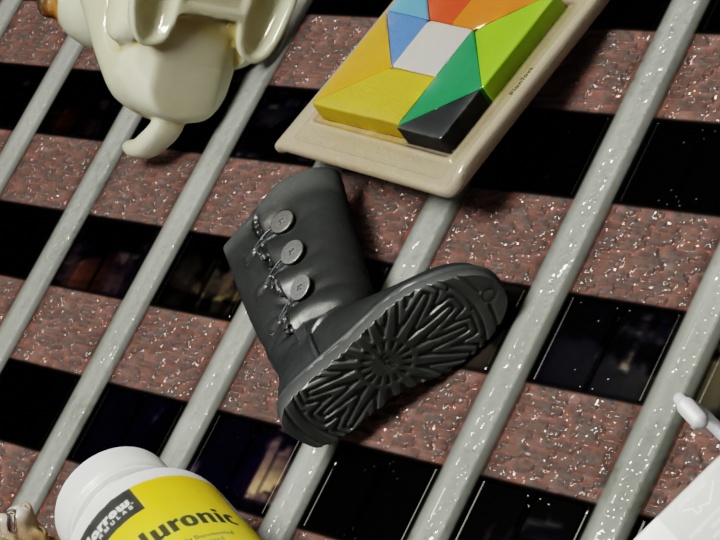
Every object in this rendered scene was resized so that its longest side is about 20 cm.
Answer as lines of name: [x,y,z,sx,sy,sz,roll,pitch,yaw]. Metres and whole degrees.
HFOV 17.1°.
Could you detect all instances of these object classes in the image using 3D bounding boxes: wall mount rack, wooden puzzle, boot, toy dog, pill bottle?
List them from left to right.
toy dog: [-0.157,-0.197,1.806,0.200,0.139,0.194,38,125,50]
pill bottle: [-0.110,0.187,1.442,0.111,0.111,0.200,-50,38,0]
boot: [-0.001,0.000,1.535,0.165,0.066,0.200,-33,33,10]
wooden puzzle: [0.050,-0.137,1.587,0.200,0.037,0.185,15,61,50]
wall mount rack: [0.181,0.165,1.209,0.200,0.075,0.174,-46,64,7]

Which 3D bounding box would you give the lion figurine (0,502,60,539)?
lion figurine: [-0.212,0.226,1.522,0.200,0.122,0.073,46,120,44]
